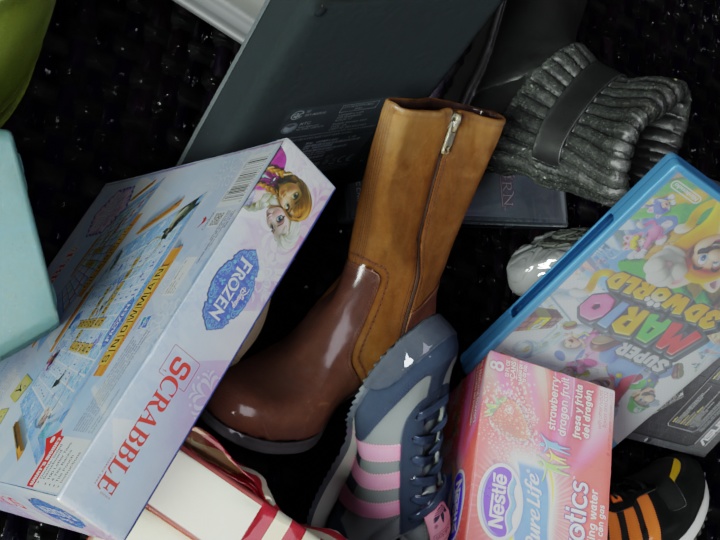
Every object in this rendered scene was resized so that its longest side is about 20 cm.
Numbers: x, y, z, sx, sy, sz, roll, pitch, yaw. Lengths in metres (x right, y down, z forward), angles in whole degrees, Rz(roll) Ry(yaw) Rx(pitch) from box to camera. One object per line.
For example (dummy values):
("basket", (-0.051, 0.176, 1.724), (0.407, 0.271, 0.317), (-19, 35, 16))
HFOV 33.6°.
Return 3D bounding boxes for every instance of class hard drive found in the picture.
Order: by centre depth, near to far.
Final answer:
("hard drive", (-0.014, -0.107, 0.684), (0.138, 0.200, 0.033), (-13, 69, -33))

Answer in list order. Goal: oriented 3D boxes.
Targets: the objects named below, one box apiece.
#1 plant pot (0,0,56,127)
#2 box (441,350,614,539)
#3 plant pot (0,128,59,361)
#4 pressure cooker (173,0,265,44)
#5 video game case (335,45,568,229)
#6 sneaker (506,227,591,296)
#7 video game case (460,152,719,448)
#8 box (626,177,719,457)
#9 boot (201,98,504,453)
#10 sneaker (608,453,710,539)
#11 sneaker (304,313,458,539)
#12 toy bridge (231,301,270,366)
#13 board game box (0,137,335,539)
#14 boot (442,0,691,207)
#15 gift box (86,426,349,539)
("plant pot", (-0.229, -0.164, 0.586), (0.198, 0.192, 0.203), (5, 80, -31))
("box", (0.093, 0.169, 0.751), (0.094, 0.103, 0.202), (18, 58, -11))
("plant pot", (-0.245, 0.007, 0.545), (0.198, 0.141, 0.143), (-15, 90, -14))
("pressure cooker", (-0.068, -0.237, 0.703), (0.199, 0.179, 0.177), (29, 28, -22))
("video game case", (0.066, -0.104, 0.867), (0.198, 0.019, 0.145), (0, 82, -31))
("sneaker", (0.198, 0.018, 0.898), (0.198, 0.078, 0.101), (-3, 100, -25))
("video game case", (0.182, 0.030, 0.787), (0.142, 0.200, 0.018), (29, 30, -26))
("box", (0.245, 0.041, 0.859), (0.157, 0.201, 0.049), (16, 34, -27))
("boot", (0.000, 0.000, 0.693), (0.187, 0.068, 0.202), (-8, 126, -44))
("sneaker", (0.177, 0.180, 0.859), (0.200, 0.070, 0.091), (-39, 106, -29))
("sneaker", (0.031, 0.115, 0.702), (0.070, 0.201, 0.082), (-27, 58, -39))
("toy bridge", (-0.101, 0.033, 0.733), (0.067, 0.027, 0.200), (50, 59, -17))
("board game box", (-0.127, 0.032, 0.614), (0.041, 0.198, 0.201), (43, 63, -27))
("boot", (0.156, -0.139, 0.819), (0.079, 0.156, 0.213), (45, 63, -47))
("gift box", (-0.094, 0.196, 0.627), (0.184, 0.200, 0.188), (36, 68, -8))
